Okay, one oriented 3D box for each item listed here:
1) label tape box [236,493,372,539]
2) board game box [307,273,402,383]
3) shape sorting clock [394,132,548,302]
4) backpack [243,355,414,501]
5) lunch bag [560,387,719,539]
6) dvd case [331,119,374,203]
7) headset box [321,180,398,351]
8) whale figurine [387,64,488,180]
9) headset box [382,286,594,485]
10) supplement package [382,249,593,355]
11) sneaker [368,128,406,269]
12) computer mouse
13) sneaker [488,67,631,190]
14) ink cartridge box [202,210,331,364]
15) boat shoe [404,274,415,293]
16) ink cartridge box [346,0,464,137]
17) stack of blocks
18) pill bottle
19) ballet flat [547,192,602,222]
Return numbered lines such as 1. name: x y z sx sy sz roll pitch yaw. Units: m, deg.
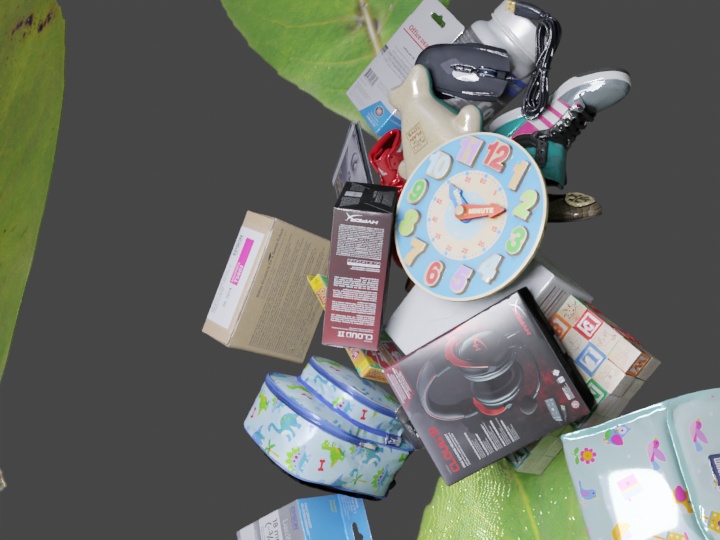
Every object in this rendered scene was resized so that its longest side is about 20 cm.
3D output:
1. label tape box: -0.077 0.401 1.194 0.200 0.063 0.145 -35 56 29
2. board game box: -0.004 0.078 1.219 0.030 0.095 0.200 -50 49 19
3. shape sorting clock: 0.121 -0.063 0.979 0.200 0.039 0.201 -12 68 32
4. backpack: -0.043 0.202 1.139 0.183 0.200 0.147 31 97 44
5. lunch bag: 0.327 0.221 0.859 0.200 0.122 0.171 -24 57 24
6. dvd case: -0.007 -0.102 1.286 0.149 0.016 0.200 115 148 -57
7. headset box: 0.000 0.000 1.098 0.075 0.149 0.201 7 108 3
8. whale figurine: 0.111 -0.167 1.105 0.159 0.104 0.200 -40 71 47
9. headset box: 0.133 0.133 0.949 0.200 0.075 0.149 -32 82 18
10. supplement package: 0.157 0.054 1.073 0.200 0.111 0.156 -53 48 13
11. sneaker: 0.047 -0.108 1.225 0.078 0.115 0.201 -12 67 39
12. computer mouse: 0.156 -0.282 1.091 0.200 0.046 0.141 21 100 30
13. sneaker: 0.256 -0.167 1.081 0.200 0.084 0.121 -24 59 38
14. ink cartridge box: -0.129 0.028 1.302 0.075 0.165 0.200 21 89 43
15. boat shoe: 0.099 -0.060 1.174 0.075 0.075 0.203 137 142 -72
16. ink cartridge box: 0.083 -0.303 1.295 0.200 0.068 0.116 -47 50 19
17. stack of blocks: 0.239 0.145 1.004 0.200 0.059 0.115 -55 48 13
18. pill bottle: 0.165 -0.270 1.178 0.200 0.114 0.114 -43 51 23
19. ballet flat: 0.220 -0.092 1.100 0.200 0.067 0.046 12 110 48
